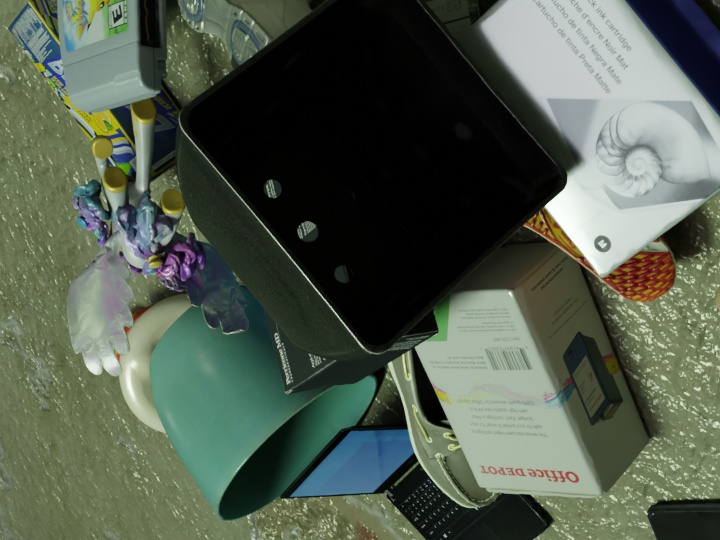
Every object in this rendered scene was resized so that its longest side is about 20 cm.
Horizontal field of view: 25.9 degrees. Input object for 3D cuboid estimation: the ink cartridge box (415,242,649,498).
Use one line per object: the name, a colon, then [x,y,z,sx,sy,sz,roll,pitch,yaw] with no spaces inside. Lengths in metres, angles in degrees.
ink cartridge box: [0.135,0.084,1.311,0.144,0.087,0.202,-4,116,48]

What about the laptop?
laptop: [0.050,0.231,1.509,0.200,0.103,0.177,47,144,6]

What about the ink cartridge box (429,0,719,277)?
ink cartridge box: [0.179,-0.128,1.063,0.200,0.041,0.200,-41,88,30]

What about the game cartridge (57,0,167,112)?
game cartridge: [-0.219,-0.245,1.369,0.133,0.040,0.203,-8,83,52]

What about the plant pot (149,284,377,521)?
plant pot: [-0.109,0.113,1.509,0.161,0.200,0.201,47,144,18]

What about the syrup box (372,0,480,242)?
syrup box: [0.057,-0.131,1.193,0.082,0.078,0.202,-111,7,-58]

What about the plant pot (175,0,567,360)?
plant pot: [-0.013,-0.055,1.096,0.200,0.200,0.177,49,156,0]

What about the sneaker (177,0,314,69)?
sneaker: [-0.091,-0.224,1.302,0.201,0.086,0.075,53,144,31]

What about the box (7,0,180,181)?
box: [-0.245,-0.178,1.501,0.201,0.070,0.064,55,145,-5]

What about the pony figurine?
pony figurine: [-0.196,-0.027,1.418,0.201,0.165,0.195,104,149,-58]

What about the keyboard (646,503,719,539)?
keyboard: [0.335,0.247,1.294,0.199,0.021,0.128,-9,108,50]

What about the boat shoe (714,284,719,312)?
boat shoe: [0.319,0.086,1.130,0.200,0.074,0.069,49,137,1]

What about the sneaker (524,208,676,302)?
sneaker: [0.152,-0.051,1.168,0.073,0.077,0.200,-44,97,10]

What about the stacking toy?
stacking toy: [-0.215,0.083,1.676,0.200,0.145,0.147,20,137,61]

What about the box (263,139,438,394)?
box: [-0.025,-0.019,1.267,0.141,0.078,0.202,-33,67,52]

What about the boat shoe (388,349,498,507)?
boat shoe: [0.077,0.127,1.402,0.204,0.072,0.060,67,166,-10]
